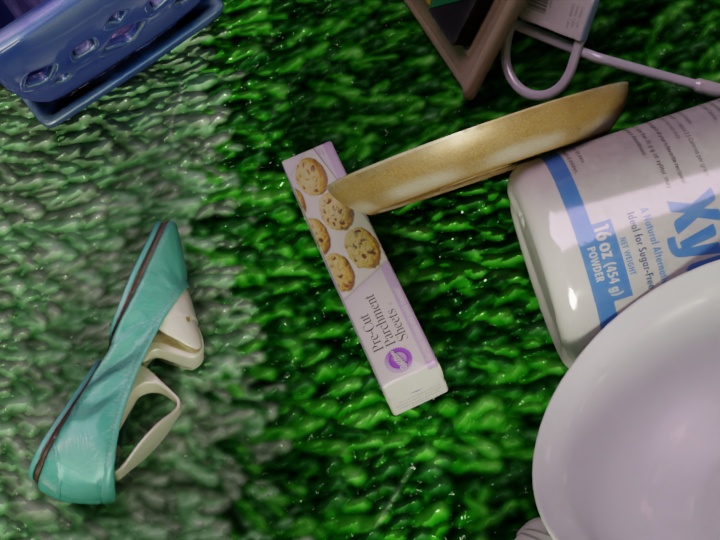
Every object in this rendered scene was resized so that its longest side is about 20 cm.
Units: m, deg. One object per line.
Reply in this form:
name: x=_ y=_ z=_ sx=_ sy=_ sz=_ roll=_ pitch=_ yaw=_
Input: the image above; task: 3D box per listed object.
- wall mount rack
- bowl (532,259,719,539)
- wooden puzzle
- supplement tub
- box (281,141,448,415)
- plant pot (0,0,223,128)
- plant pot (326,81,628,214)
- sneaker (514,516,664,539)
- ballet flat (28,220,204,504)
wall mount rack: x=0.179 y=-0.205 z=0.900 sx=0.173 sy=0.202 sz=0.074 roll=29 pitch=26 yaw=31
bowl: x=0.192 y=0.093 z=0.656 sx=0.200 sy=0.091 sz=0.202 roll=-31 pitch=30 yaw=19
wooden puzzle: x=0.073 y=-0.253 z=0.939 sx=0.037 sy=0.186 sz=0.201 roll=1 pitch=46 yaw=-29
supplement tub: x=0.197 y=-0.028 z=0.779 sx=0.198 sy=0.132 sz=0.133 roll=-18 pitch=55 yaw=3
box: x=0.000 y=0.000 z=0.867 sx=0.041 sy=0.039 sz=0.201 roll=-23 pitch=55 yaw=-1
plant pot: x=-0.222 y=-0.237 z=0.976 sx=0.199 sy=0.180 sz=0.201 roll=-36 pitch=74 yaw=-10
plant pot: x=0.076 y=-0.072 z=0.824 sx=0.198 sy=0.200 sz=0.028 roll=-19 pitch=90 yaw=1
sneaker: x=0.160 y=0.176 z=0.690 sx=0.198 sy=0.078 sz=0.100 roll=14 pitch=58 yaw=21
ballet flat: x=-0.141 y=0.063 z=0.856 sx=0.070 sy=0.067 sz=0.202 roll=23 pitch=63 yaw=-1
